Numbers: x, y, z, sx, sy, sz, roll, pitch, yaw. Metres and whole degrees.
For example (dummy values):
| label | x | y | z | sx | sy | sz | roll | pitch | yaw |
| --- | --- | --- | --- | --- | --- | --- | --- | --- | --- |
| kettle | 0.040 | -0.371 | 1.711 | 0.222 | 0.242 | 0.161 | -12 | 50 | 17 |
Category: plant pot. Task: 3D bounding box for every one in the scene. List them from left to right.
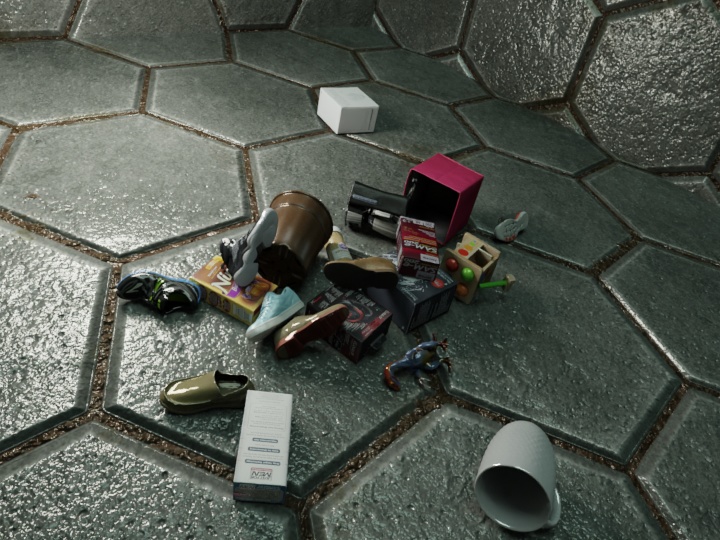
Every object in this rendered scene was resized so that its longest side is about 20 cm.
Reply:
| label | x | y | z | sx | sy | sz | roll | pitch | yaw |
| --- | --- | --- | --- | --- | --- | --- | --- | --- | --- |
| plant pot | -0.190 | -0.076 | 1.457 | 0.193 | 0.205 | 0.202 | 16 | 43 | 3 |

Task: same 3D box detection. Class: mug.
| label | x | y | z | sx | sy | sz | roll | pitch | yaw |
| --- | --- | --- | --- | --- | --- | --- | --- | --- | --- |
| mug | 0.331 | 0.411 | 1.067 | 0.202 | 0.147 | 0.175 | 52 | 34 | -1 |

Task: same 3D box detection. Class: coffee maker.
| label | x | y | z | sx | sy | sz | roll | pitch | yaw |
| --- | --- | --- | --- | --- | --- | --- | --- | --- | --- |
| coffee maker | 0.061 | -0.212 | 1.725 | 0.193 | 0.136 | 0.197 | 18 | 62 | 6 |

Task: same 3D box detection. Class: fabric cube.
| label | x | y | z | sx | sy | sz | roll | pitch | yaw |
| --- | --- | --- | --- | --- | --- | --- | --- | --- | --- |
| fabric cube | 0.270 | -0.247 | 1.817 | 0.196 | 0.201 | 0.198 | 30 | 39 | 21 |

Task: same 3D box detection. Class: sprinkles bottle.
| label | x | y | z | sx | sy | sz | roll | pitch | yaw |
| --- | --- | --- | --- | --- | --- | --- | --- | --- | --- |
| sprinkles bottle | -0.062 | -0.043 | 1.552 | 0.066 | 0.070 | 0.203 | -2 | 40 | -20 |

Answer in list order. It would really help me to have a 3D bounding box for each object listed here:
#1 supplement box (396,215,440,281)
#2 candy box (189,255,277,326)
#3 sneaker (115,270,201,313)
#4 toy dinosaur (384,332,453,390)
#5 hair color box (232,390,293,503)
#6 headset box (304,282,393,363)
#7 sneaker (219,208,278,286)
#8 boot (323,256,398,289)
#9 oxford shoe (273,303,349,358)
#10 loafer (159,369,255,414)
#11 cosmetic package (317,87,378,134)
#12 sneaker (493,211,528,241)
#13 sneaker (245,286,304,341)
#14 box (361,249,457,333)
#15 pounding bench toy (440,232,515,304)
| label | x | y | z | sx | sy | sz | roll | pitch | yaw |
| --- | --- | --- | --- | --- | --- | --- | --- | --- | --- |
| supplement box | 0.156 | -0.064 | 1.485 | 0.105 | 0.062 | 0.203 | 11 | 37 | -7 |
| candy box | -0.320 | 0.048 | 1.358 | 0.194 | 0.058 | 0.117 | 24 | 39 | 14 |
| sneaker | -0.481 | 0.055 | 1.280 | 0.192 | 0.073 | 0.084 | 9 | 30 | -13 |
| toy dinosaur | 0.134 | 0.228 | 1.301 | 0.174 | 0.109 | 0.200 | -9 | 3 | -9 |
| hair color box | -0.185 | 0.334 | 1.035 | 0.096 | 0.062 | 0.203 | 8 | 37 | -9 |
| headset box | -0.023 | 0.126 | 1.343 | 0.197 | 0.077 | 0.148 | 31 | 40 | 21 |
| sneaker | -0.285 | -0.074 | 1.333 | 0.112 | 0.205 | 0.075 | 28 | 4 | 30 |
| boot | 0.000 | 0.000 | 1.385 | 0.192 | 0.076 | 0.077 | 6 | 35 | -5 |
| oxford shoe | -0.120 | 0.123 | 1.258 | 0.195 | 0.071 | 0.076 | -28 | 45 | -3 |
| loafer | -0.311 | 0.241 | 1.104 | 0.193 | 0.069 | 0.077 | -2 | 39 | -21 |
| cosmetic package | -0.058 | -0.698 | 2.340 | 0.194 | 0.126 | 0.201 | -10 | 43 | -31 |
| sneaker | 0.521 | -0.157 | 1.916 | 0.196 | 0.080 | 0.080 | -22 | 22 | -40 |
| sneaker | -0.220 | 0.101 | 1.294 | 0.083 | 0.074 | 0.199 | 52 | 33 | 3 |
| box | 0.133 | 0.044 | 1.478 | 0.178 | 0.107 | 0.199 | -21 | 49 | -37 |
| pounding bench toy | 0.340 | 0.015 | 1.568 | 0.197 | 0.127 | 0.155 | 33 | 40 | 23 |
